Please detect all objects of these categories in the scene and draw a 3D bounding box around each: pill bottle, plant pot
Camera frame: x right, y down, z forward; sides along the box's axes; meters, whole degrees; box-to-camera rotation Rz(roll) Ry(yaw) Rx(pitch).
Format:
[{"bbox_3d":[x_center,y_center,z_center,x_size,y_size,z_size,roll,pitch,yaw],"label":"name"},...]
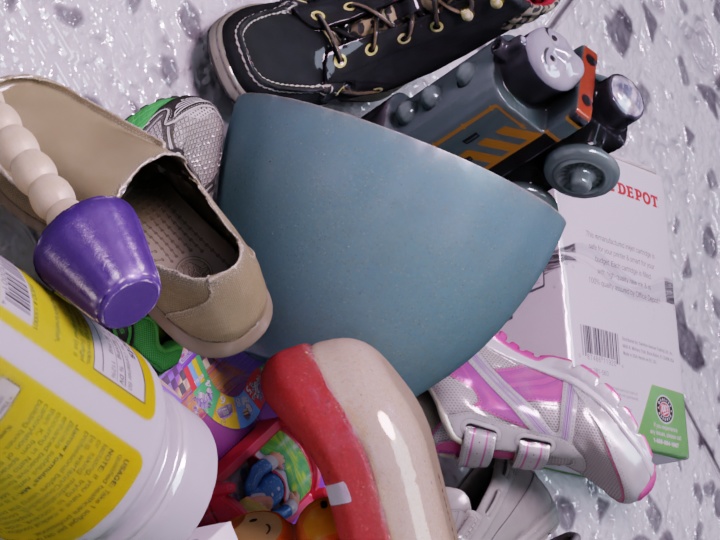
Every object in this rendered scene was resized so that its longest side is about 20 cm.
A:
[{"bbox_3d":[-0.166,0.067,1.297,0.200,0.114,0.115,39,48,-41],"label":"pill bottle"},{"bbox_3d":[0.000,0.000,1.516,0.200,0.200,0.135,26,82,-48],"label":"plant pot"}]

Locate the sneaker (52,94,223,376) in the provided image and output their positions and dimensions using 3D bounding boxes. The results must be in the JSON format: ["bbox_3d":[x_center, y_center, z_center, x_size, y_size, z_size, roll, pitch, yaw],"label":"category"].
[{"bbox_3d":[-0.103,-0.013,1.442,0.078,0.085,0.200,45,44,-37],"label":"sneaker"}]

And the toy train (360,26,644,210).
[{"bbox_3d":[0.076,-0.076,1.630,0.114,0.200,0.085,33,47,-27],"label":"toy train"}]

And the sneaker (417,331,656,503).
[{"bbox_3d":[0.086,0.089,1.629,0.088,0.200,0.081,-52,165,-21],"label":"sneaker"}]

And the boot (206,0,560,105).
[{"bbox_3d":[0.016,-0.152,1.595,0.203,0.154,0.074,-10,78,-57],"label":"boot"}]

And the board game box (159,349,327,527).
[{"bbox_3d":[-0.054,0.132,1.494,0.158,0.039,0.201,30,55,-46],"label":"board game box"}]

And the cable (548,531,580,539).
[{"bbox_3d":[0.083,0.217,1.613,0.050,0.097,0.200,53,35,3],"label":"cable"}]

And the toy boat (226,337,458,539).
[{"bbox_3d":[-0.018,0.139,1.410,0.131,0.130,0.201,-3,79,-87],"label":"toy boat"}]

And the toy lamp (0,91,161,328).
[{"bbox_3d":[-0.160,-0.051,1.310,0.058,0.058,0.200,12,35,-52],"label":"toy lamp"}]

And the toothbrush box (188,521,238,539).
[{"bbox_3d":[-0.116,0.238,1.329,0.200,0.086,0.146,-41,112,-52],"label":"toothbrush box"}]

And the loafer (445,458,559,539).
[{"bbox_3d":[0.050,0.167,1.615,0.070,0.070,0.200,58,34,-1],"label":"loafer"}]

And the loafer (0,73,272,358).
[{"bbox_3d":[-0.121,-0.041,1.362,0.200,0.067,0.076,37,59,13],"label":"loafer"}]

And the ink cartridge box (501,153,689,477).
[{"bbox_3d":[0.140,0.026,1.772,0.146,0.084,0.201,17,64,-51],"label":"ink cartridge box"}]
